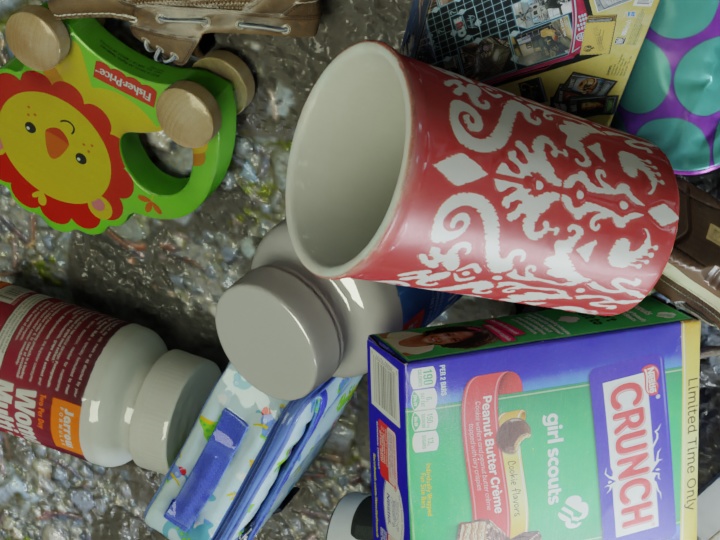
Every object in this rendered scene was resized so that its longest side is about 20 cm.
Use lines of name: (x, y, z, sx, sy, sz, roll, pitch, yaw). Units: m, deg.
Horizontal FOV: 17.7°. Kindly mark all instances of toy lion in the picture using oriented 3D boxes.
toy lion: (-0.187, -0.099, 1.669, 0.199, 0.069, 0.192, 27, 132, 13)

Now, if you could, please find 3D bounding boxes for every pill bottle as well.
pill bottle: (0.000, 0.000, 1.508, 0.112, 0.200, 0.113, 24, 133, 29)
pill bottle: (-0.212, 0.084, 1.743, 0.199, 0.110, 0.110, 17, 122, 20)

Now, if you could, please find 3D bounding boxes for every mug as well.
mug: (0.066, -0.053, 1.362, 0.178, 0.199, 0.134, 43, 116, 56)

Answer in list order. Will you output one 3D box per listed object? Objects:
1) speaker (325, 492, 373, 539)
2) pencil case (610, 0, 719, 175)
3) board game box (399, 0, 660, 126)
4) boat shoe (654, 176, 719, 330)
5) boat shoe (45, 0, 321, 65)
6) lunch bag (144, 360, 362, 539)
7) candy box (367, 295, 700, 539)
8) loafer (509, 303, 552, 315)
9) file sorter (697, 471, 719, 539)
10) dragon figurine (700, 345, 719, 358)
speaker: (0.079, 0.206, 1.670, 0.199, 0.081, 0.082, 2, 116, 28)
pencil case: (0.199, -0.165, 1.405, 0.092, 0.085, 0.201, 1, 116, 7)
board game box: (0.092, -0.125, 1.380, 0.135, 0.035, 0.200, 2, 146, -10)
boat shoe: (0.232, 0.002, 1.476, 0.202, 0.075, 0.075, 36, 158, -20)
boat shoe: (-0.122, -0.177, 1.564, 0.199, 0.072, 0.073, -2, 109, 20)
lunch bag: (-0.070, 0.109, 1.649, 0.082, 0.161, 0.200, 35, 126, 8)
candy box: (0.110, 0.114, 1.453, 0.077, 0.199, 0.170, -144, 49, -64)
loafer: (0.135, 0.027, 1.564, 0.063, 0.072, 0.200, 50, 122, 20)
file sorter: (0.308, 0.216, 1.527, 0.200, 0.125, 0.139, 43, 126, 2)
dragon figurine: (0.172, 0.094, 1.573, 0.059, 0.099, 0.200, 44, 109, 0)
